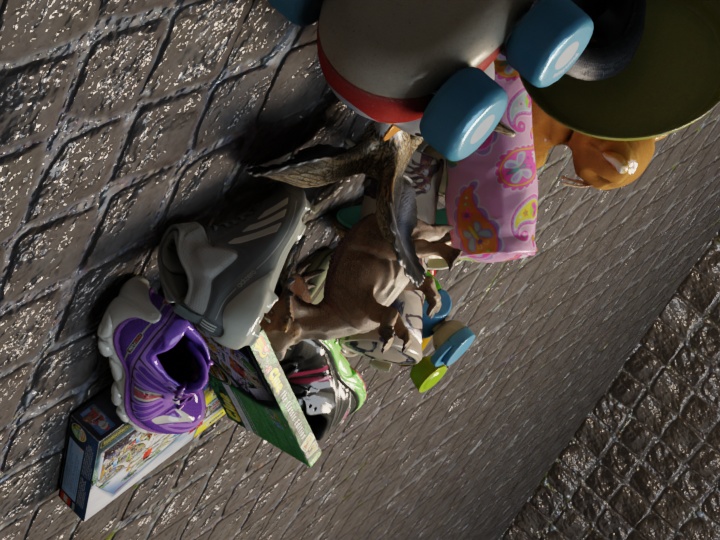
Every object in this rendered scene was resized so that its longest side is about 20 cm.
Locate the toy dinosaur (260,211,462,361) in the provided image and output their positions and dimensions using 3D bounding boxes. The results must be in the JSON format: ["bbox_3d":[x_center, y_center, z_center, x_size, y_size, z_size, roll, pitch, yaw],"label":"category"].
[{"bbox_3d":[0.000,0.000,1.410,0.200,0.135,0.086,-50,165,-24],"label":"toy dinosaur"}]

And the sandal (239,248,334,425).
[{"bbox_3d":[-0.059,0.065,1.586,0.202,0.057,0.080,-57,175,-25],"label":"sandal"}]

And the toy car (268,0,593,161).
[{"bbox_3d":[0.042,-0.147,1.206,0.177,0.184,0.200,-41,162,-23],"label":"toy car"}]

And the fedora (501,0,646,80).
[{"bbox_3d":[0.159,-0.244,1.417,0.091,0.202,0.200,-17,-171,42],"label":"fedora"}]

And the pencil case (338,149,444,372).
[{"bbox_3d":[0.029,-0.013,1.502,0.089,0.077,0.202,51,45,-73],"label":"pencil case"}]

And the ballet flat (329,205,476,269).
[{"bbox_3d":[0.054,-0.026,1.614,0.199,0.071,0.066,-1,129,-29],"label":"ballet flat"}]

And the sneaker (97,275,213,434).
[{"bbox_3d":[-0.157,0.088,1.351,0.081,0.083,0.200,-52,158,-20],"label":"sneaker"}]

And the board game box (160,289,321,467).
[{"bbox_3d":[-0.100,0.091,1.420,0.024,0.104,0.201,-51,148,-22],"label":"board game box"}]

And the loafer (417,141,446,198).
[{"bbox_3d":[0.099,-0.097,1.669,0.075,0.070,0.200,-54,163,19],"label":"loafer"}]

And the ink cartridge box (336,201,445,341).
[{"bbox_3d":[0.015,0.002,1.745,0.200,0.047,0.160,-42,165,8],"label":"ink cartridge box"}]

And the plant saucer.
[{"bbox_3d":[0.237,-0.188,1.456,0.200,0.200,0.031,-43,150,-17],"label":"plant saucer"}]

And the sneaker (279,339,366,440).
[{"bbox_3d":[-0.061,0.090,1.496,0.084,0.076,0.200,-52,135,-15],"label":"sneaker"}]

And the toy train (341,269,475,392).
[{"bbox_3d":[0.043,0.080,1.712,0.084,0.116,0.200,-30,161,-35],"label":"toy train"}]

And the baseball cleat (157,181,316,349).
[{"bbox_3d":[-0.101,-0.025,1.324,0.070,0.106,0.201,-51,-165,33],"label":"baseball cleat"}]

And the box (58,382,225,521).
[{"bbox_3d":[-0.183,0.126,1.501,0.200,0.038,0.137,-37,158,-36],"label":"box"}]

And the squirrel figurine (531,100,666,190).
[{"bbox_3d":[0.208,-0.173,1.572,0.141,0.186,0.201,-32,157,-44],"label":"squirrel figurine"}]

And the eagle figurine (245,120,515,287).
[{"bbox_3d":[0.011,-0.086,1.354,0.201,0.151,0.151,-57,134,-34],"label":"eagle figurine"}]

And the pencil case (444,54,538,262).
[{"bbox_3d":[0.116,-0.108,1.500,0.087,0.087,0.202,-3,89,-68],"label":"pencil case"}]
